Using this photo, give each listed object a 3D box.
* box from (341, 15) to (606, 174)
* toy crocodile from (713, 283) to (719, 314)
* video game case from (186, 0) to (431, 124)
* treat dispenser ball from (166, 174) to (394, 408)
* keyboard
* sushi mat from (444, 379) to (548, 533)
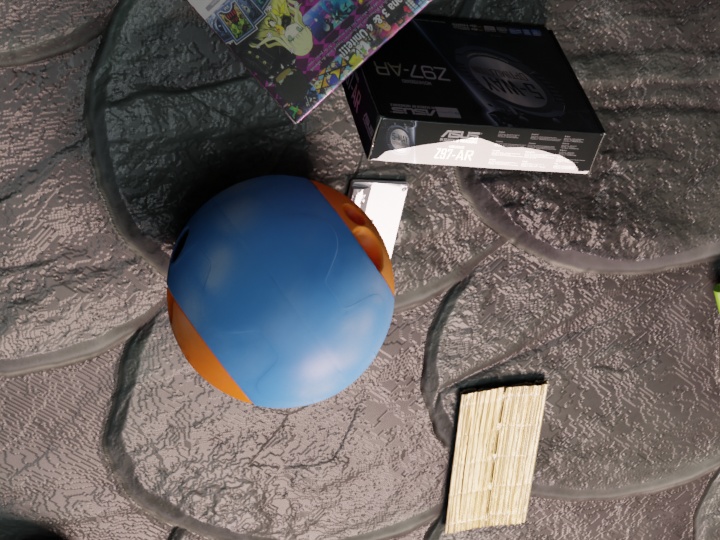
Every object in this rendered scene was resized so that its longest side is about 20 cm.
[{"bbox_3d":[0.086,-0.150,1.422,0.198,0.161,0.044,3,130,-17],"label":"box"},{"bbox_3d":[0.449,-0.006,1.710,0.199,0.062,0.068,-24,128,7],"label":"toy crocodile"},{"bbox_3d":[-0.037,-0.249,1.342,0.200,0.036,0.181,-41,96,15],"label":"video game case"},{"bbox_3d":[-0.069,0.018,1.477,0.199,0.201,0.202,-8,128,-10],"label":"treat dispenser ball"},{"bbox_3d":[0.000,0.000,1.609,0.056,0.011,0.201,-2,127,-21],"label":"keyboard"},{"bbox_3d":[0.141,0.198,1.793,0.095,0.012,0.201,-4,126,-12],"label":"sushi mat"}]
